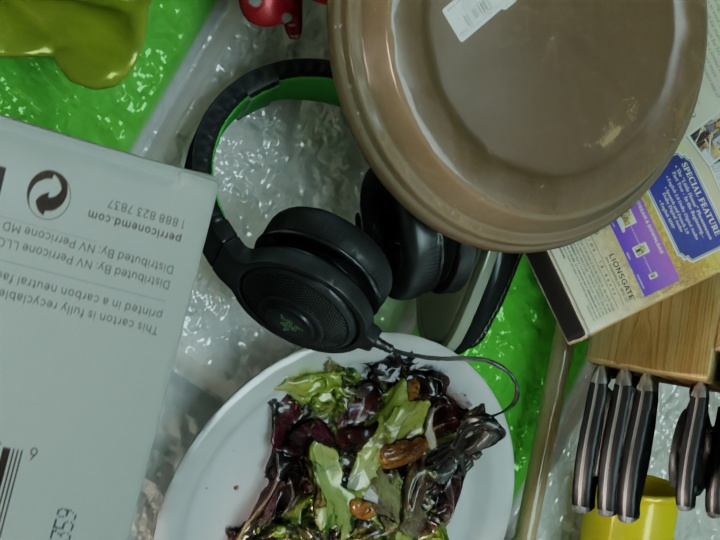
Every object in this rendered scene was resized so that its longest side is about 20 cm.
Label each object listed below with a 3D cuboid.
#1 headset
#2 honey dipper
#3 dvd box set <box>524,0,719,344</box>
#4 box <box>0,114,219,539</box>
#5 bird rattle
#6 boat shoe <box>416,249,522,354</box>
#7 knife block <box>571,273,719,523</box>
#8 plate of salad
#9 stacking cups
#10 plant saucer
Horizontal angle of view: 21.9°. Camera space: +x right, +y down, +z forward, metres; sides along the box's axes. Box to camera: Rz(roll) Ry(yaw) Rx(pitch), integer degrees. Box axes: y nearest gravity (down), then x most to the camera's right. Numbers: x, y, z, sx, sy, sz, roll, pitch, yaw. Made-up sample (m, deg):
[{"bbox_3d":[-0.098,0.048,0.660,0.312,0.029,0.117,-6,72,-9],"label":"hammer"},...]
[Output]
[{"bbox_3d":[0.000,0.000,0.843,0.123,0.094,0.200,-29,76,-27],"label":"headset"},{"bbox_3d":[0.101,0.064,0.985,0.038,0.038,0.201,10,93,-38],"label":"honey dipper"},{"bbox_3d":[0.155,-0.071,0.888,0.199,0.029,0.147,-25,86,-18],"label":"dvd box set"},{"bbox_3d":[-0.186,0.030,0.699,0.198,0.130,0.201,15,88,-38],"label":"box"},{"bbox_3d":[-0.074,-0.168,0.775,0.199,0.112,0.164,-26,97,-34],"label":"bird rattle"},{"bbox_3d":[0.082,-0.049,0.926,0.066,0.074,0.201,18,77,-26],"label":"boat shoe"},{"bbox_3d":[0.152,0.024,0.965,0.175,0.201,0.064,-39,154,16],"label":"knife block"},{"bbox_3d":[-0.005,0.127,0.889,0.199,0.048,0.201,-11,114,-26],"label":"plate of salad"},{"bbox_3d":[0.139,0.215,1.023,0.060,0.060,0.201,2,96,-37],"label":"stacking cups"},{"bbox_3d":[0.078,-0.107,0.810,0.199,0.029,0.201,-2,95,-29],"label":"plant saucer"}]
